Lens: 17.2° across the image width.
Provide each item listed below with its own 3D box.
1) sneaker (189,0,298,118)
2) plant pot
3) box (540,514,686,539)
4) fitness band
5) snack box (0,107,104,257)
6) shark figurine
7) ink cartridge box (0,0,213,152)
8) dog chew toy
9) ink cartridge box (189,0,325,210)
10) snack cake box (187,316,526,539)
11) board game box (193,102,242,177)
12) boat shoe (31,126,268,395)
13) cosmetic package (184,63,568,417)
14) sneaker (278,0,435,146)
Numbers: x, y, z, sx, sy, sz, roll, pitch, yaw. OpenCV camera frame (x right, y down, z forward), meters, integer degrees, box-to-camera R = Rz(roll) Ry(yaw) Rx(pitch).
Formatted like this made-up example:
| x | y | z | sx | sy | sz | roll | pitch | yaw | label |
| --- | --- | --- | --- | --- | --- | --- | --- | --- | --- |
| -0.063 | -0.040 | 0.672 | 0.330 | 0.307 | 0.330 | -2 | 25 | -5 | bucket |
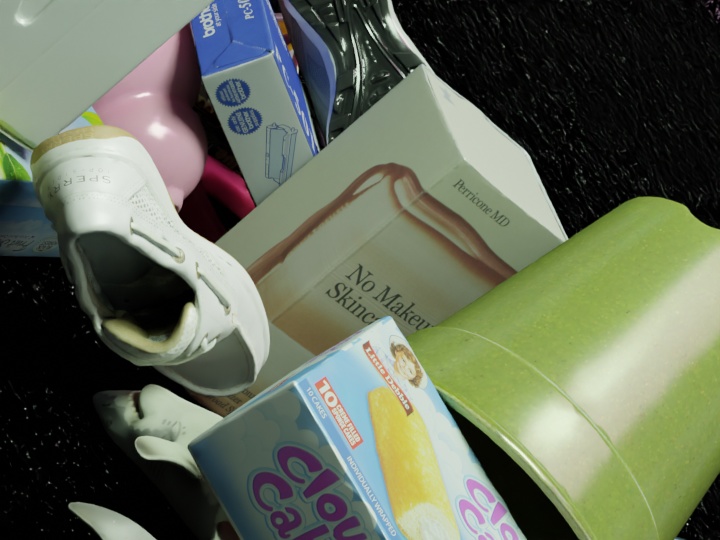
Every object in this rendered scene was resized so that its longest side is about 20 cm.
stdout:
| x | y | z | sx | sy | sz | roll | pitch | yaw | label |
| --- | --- | --- | --- | --- | --- | --- | --- | --- | --- |
| -0.058 | -0.129 | 1.443 | 0.075 | 0.090 | 0.200 | 46 | 5 | 29 | sneaker |
| 0.114 | 0.065 | 1.197 | 0.200 | 0.190 | 0.200 | 37 | -27 | 22 | plant pot |
| 0.118 | 0.154 | 1.323 | 0.199 | 0.038 | 0.136 | 16 | -1 | 22 | box |
| -0.042 | 0.007 | 1.422 | 0.200 | 0.037 | 0.144 | 46 | 20 | -12 | fitness band |
| -0.218 | -0.104 | 1.169 | 0.201 | 0.068 | 0.168 | 58 | 20 | 15 | snack box |
| -0.072 | 0.128 | 1.081 | 0.127 | 0.090 | 0.215 | 13 | 18 | -6 | shark figurine |
| -0.143 | -0.176 | 1.143 | 0.086 | 0.146 | 0.200 | 39 | 22 | -36 | ink cartridge box |
| -0.143 | -0.117 | 1.298 | 0.124 | 0.124 | 0.201 | 16 | 48 | -60 | dog chew toy |
| -0.045 | -0.069 | 1.324 | 0.094 | 0.044 | 0.200 | -104 | 174 | -47 | ink cartridge box |
| 0.020 | 0.132 | 1.051 | 0.201 | 0.067 | 0.115 | 59 | 28 | 0 | snack cake box |
| -0.111 | -0.115 | 1.507 | 0.200 | 0.023 | 0.105 | 36 | 23 | -39 | board game box |
| -0.100 | 0.016 | 1.138 | 0.200 | 0.070 | 0.070 | 54 | 21 | -50 | boat shoe |
| 0.000 | 0.000 | 1.275 | 0.103 | 0.200 | 0.087 | 35 | 22 | -38 | cosmetic package |
| 0.002 | -0.111 | 1.348 | 0.079 | 0.074 | 0.201 | 126 | -54 | -84 | sneaker |
